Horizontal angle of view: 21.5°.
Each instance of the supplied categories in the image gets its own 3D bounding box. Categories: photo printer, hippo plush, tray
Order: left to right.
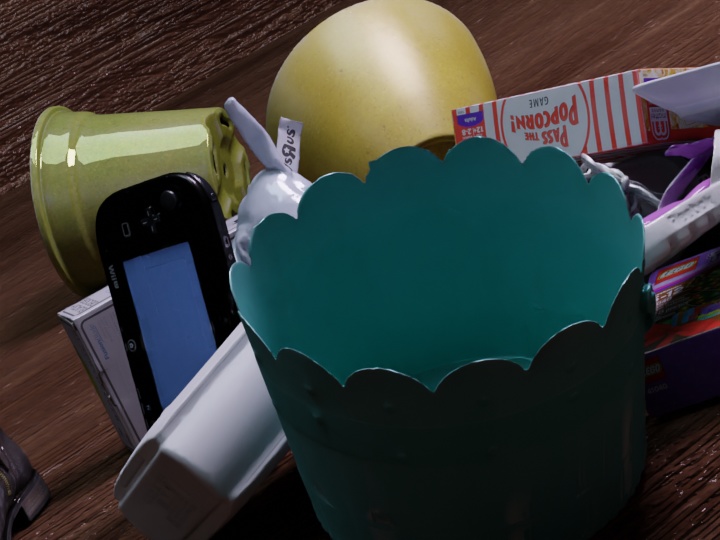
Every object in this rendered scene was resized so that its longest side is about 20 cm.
[{"bbox_3d":[-0.053,0.064,1.117,0.200,0.069,0.166,-50,0,-26],"label":"photo printer"},{"bbox_3d":[0.000,0.000,1.292,0.160,0.202,0.159,6,-3,31],"label":"hippo plush"},{"bbox_3d":[0.260,-0.097,1.113,0.199,0.022,0.107,4,-11,-44],"label":"tray"}]

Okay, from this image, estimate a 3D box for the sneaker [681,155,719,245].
[{"bbox_3d":[0.191,-0.032,1.209,0.090,0.067,0.200,-20,12,33],"label":"sneaker"}]

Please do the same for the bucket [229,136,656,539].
[{"bbox_3d":[0.047,0.042,0.932,0.205,0.136,0.208,-9,34,6],"label":"bucket"}]

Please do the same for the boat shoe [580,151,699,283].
[{"bbox_3d":[0.138,-0.030,1.104,0.074,0.086,0.201,38,53,24],"label":"boat shoe"}]

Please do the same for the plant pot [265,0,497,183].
[{"bbox_3d":[0.037,-0.102,1.555,0.199,0.201,0.142,-27,39,-4],"label":"plant pot"}]

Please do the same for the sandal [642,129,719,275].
[{"bbox_3d":[0.189,-0.051,1.046,0.202,0.050,0.082,-33,-6,-44],"label":"sandal"}]

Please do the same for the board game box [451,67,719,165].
[{"bbox_3d":[0.180,-0.098,1.216,0.199,0.047,0.151,-8,0,-44],"label":"board game box"}]

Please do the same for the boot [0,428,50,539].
[{"bbox_3d":[-0.297,0.120,1.309,0.069,0.175,0.200,-22,14,16],"label":"boot"}]

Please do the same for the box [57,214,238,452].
[{"bbox_3d":[-0.110,0.036,1.406,0.199,0.117,0.060,-31,14,-16],"label":"box"}]

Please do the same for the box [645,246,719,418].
[{"bbox_3d":[0.246,0.006,1.020,0.199,0.039,0.137,-21,13,21],"label":"box"}]

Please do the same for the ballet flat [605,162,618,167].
[{"bbox_3d":[0.170,-0.032,1.314,0.056,0.067,0.200,24,36,16],"label":"ballet flat"}]

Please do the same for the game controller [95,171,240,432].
[{"bbox_3d":[-0.115,0.039,1.238,0.104,0.202,0.042,-15,-1,29],"label":"game controller"}]

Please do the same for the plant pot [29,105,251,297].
[{"bbox_3d":[-0.216,-0.087,1.961,0.183,0.202,0.201,-10,17,14],"label":"plant pot"}]
